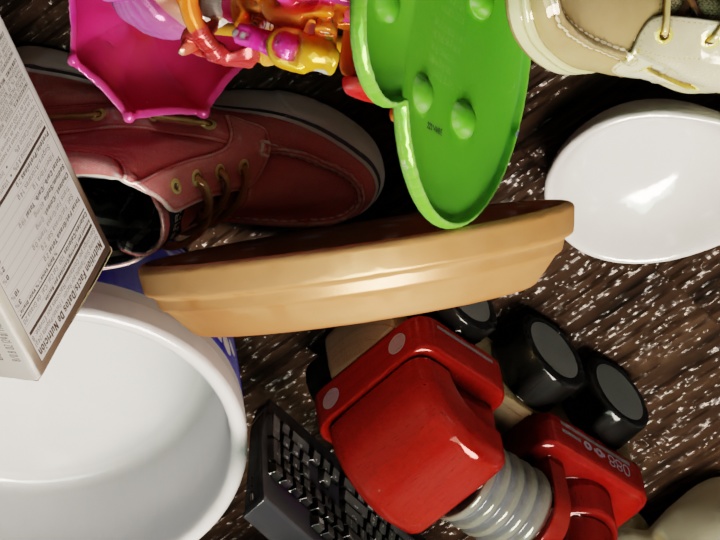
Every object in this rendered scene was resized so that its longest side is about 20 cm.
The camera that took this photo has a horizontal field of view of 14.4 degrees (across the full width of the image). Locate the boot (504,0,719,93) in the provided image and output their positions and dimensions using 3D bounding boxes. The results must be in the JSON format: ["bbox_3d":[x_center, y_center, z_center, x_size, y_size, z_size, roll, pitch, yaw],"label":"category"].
[{"bbox_3d":[0.166,-0.112,1.199,0.154,0.072,0.200,4,177,36],"label":"boot"}]

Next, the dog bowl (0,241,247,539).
[{"bbox_3d":[-0.157,0.065,1.392,0.199,0.079,0.200,-4,133,-4],"label":"dog bowl"}]

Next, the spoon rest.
[{"bbox_3d":[0.184,-0.056,1.343,0.200,0.061,0.099,-19,132,8],"label":"spoon rest"}]

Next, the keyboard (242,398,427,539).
[{"bbox_3d":[0.008,0.159,1.406,0.021,0.127,0.200,-24,132,27],"label":"keyboard"}]

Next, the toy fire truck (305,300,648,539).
[{"bbox_3d":[0.058,0.125,1.396,0.176,0.200,0.129,33,120,-32],"label":"toy fire truck"}]

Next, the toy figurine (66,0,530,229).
[{"bbox_3d":[-0.045,-0.105,1.191,0.184,0.151,0.200,7,175,22],"label":"toy figurine"}]

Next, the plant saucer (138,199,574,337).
[{"bbox_3d":[0.000,0.000,1.289,0.200,0.200,0.038,-9,94,0],"label":"plant saucer"}]

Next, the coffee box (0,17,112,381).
[{"bbox_3d":[-0.194,-0.053,1.157,0.113,0.080,0.200,6,140,25],"label":"coffee box"}]

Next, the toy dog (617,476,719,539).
[{"bbox_3d":[0.198,0.222,1.508,0.194,0.200,0.139,-36,128,24],"label":"toy dog"}]

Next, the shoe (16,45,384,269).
[{"bbox_3d":[-0.080,-0.037,1.299,0.200,0.091,0.072,13,130,-19],"label":"shoe"}]
